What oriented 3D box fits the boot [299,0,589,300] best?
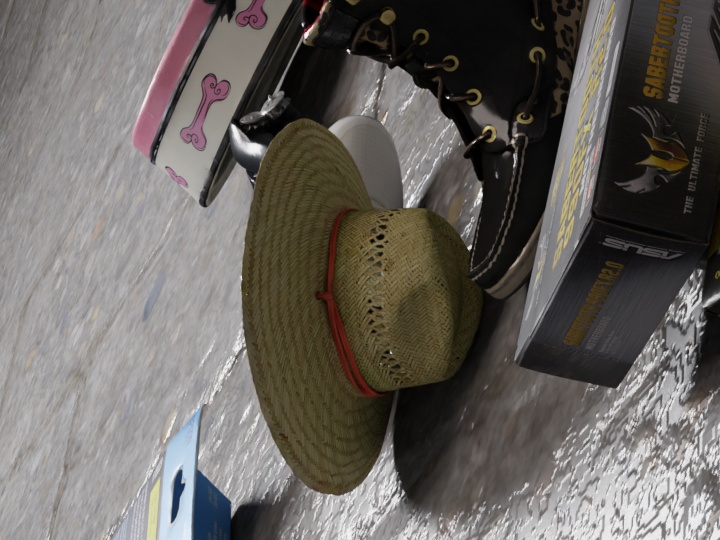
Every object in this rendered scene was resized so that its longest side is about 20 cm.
[{"bbox_3d":[0.042,-0.097,1.313,0.073,0.151,0.200,-35,36,64],"label":"boot"}]

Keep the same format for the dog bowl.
[{"bbox_3d":[-0.101,-0.151,1.935,0.200,0.074,0.200,-63,-1,-1],"label":"dog bowl"}]

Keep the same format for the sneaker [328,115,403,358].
[{"bbox_3d":[0.000,0.000,1.508,0.080,0.070,0.200,-29,49,58],"label":"sneaker"}]

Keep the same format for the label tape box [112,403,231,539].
[{"bbox_3d":[-0.121,0.204,1.639,0.200,0.066,0.143,-57,19,29],"label":"label tape box"}]

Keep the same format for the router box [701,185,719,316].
[{"bbox_3d":[0.199,-0.077,0.930,0.200,0.051,0.149,136,150,-57],"label":"router box"}]

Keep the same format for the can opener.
[{"bbox_3d":[-0.041,-0.073,1.777,0.063,0.079,0.200,-30,17,-7],"label":"can opener"}]

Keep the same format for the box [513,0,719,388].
[{"bbox_3d":[0.117,-0.072,1.077,0.158,0.048,0.200,110,174,-67],"label":"box"}]

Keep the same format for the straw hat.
[{"bbox_3d":[0.016,0.014,1.365,0.085,0.201,0.201,-7,51,23],"label":"straw hat"}]

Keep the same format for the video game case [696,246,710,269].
[{"bbox_3d":[0.151,-0.073,1.160,0.143,0.018,0.200,-68,15,-1],"label":"video game case"}]
